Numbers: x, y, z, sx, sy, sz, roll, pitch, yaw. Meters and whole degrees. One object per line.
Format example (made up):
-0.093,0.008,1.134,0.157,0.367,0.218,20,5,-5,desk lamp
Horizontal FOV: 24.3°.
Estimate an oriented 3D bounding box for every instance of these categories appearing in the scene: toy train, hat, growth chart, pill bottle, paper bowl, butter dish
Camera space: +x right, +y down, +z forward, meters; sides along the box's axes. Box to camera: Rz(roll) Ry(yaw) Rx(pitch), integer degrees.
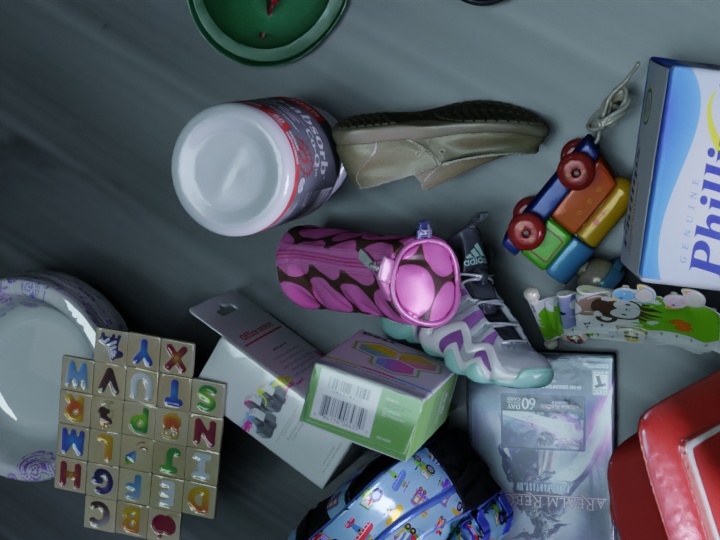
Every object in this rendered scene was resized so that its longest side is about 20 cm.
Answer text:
0.228,-0.072,1.500,0.115,0.085,0.200,38,107,-2,toy train
-0.104,-0.277,1.519,0.200,0.176,0.166,-44,85,18,hat
0.240,0.044,1.474,0.198,0.145,0.018,5,67,24,growth chart
-0.084,-0.099,1.526,0.115,0.200,0.117,3,99,17,pill bottle
-0.316,0.101,1.670,0.198,0.104,0.203,2,98,17,paper bowl
0.285,0.204,1.483,0.147,0.199,0.201,-18,91,45,butter dish

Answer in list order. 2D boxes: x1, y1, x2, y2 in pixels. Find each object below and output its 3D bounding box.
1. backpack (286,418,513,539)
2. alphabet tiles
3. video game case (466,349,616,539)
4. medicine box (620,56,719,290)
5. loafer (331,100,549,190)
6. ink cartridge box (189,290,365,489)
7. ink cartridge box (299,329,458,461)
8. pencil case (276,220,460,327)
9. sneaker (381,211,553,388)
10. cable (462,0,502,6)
0.026,0.244,1.530,0.183,0.200,0.135,-44,79,24,backpack
-0.210,0.157,1.582,0.165,0.006,0.202,9,104,13,alphabet tiles
0.171,0.175,1.582,0.141,0.019,0.202,1,97,17,video game case
0.335,-0.077,1.423,0.198,0.103,0.184,6,100,-3,medicine box
0.074,-0.112,1.534,0.198,0.076,0.068,-2,111,2,loafer
-0.080,0.110,1.599,0.199,0.115,0.068,36,109,10,ink cartridge box
0.027,0.105,1.520,0.103,0.200,0.060,19,104,13,ink cartridge box
0.000,0.000,1.515,0.199,0.093,0.092,3,89,54,pencil case
0.105,0.018,1.519,0.199,0.077,0.141,24,104,40,sneaker
0.118,-0.323,1.471,0.162,0.051,0.201,26,121,-16,cable
